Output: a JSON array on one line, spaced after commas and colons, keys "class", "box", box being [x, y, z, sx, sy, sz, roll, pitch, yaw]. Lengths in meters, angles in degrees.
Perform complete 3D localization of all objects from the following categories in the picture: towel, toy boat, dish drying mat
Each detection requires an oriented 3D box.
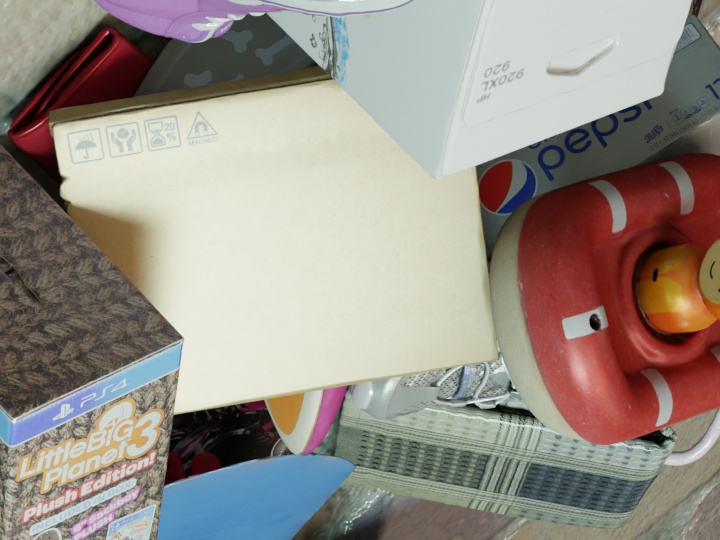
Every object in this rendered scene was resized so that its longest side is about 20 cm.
[{"class": "towel", "box": [0.079, 0.106, 1.674, 0.193, 0.199, 0.035, 102, -2, -70]}, {"class": "toy boat", "box": [0.162, 0.009, 1.369, 0.200, 0.131, 0.131, -16, -179, -41]}, {"class": "dish drying mat", "box": [-0.108, -0.055, 1.415, 0.077, 0.018, 0.200, -49, 151, -3]}]

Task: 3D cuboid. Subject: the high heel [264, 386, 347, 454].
[{"class": "high heel", "box": [0.000, 0.000, 1.423, 0.096, 0.067, 0.201, -16, 121, -34]}]

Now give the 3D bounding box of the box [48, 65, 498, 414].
[{"class": "box", "box": [-0.040, -0.015, 1.346, 0.199, 0.021, 0.164, -10, 113, -3]}]

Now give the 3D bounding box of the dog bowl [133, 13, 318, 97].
[{"class": "dog bowl", "box": [-0.040, -0.061, 1.427, 0.200, 0.059, 0.200, -36, 146, -29]}]

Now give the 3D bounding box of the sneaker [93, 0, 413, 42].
[{"class": "sneaker", "box": [-0.049, -0.139, 1.235, 0.073, 0.200, 0.114, -69, 156, -16]}]

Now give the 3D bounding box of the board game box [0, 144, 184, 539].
[{"class": "board game box", "box": [-0.178, 0.070, 1.346, 0.097, 0.159, 0.200, -25, 145, -32]}]

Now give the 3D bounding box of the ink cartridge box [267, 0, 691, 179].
[{"class": "ink cartridge box", "box": [0.044, -0.171, 1.279, 0.147, 0.200, 0.145, -23, 144, -33]}]

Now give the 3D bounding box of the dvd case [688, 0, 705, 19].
[{"class": "dvd case", "box": [0.175, -0.200, 1.500, 0.200, 0.025, 0.151, 80, 25, -54]}]

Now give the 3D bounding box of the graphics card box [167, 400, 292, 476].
[{"class": "graphics card box", "box": [-0.110, 0.089, 1.559, 0.200, 0.051, 0.126, 1, 127, -52]}]

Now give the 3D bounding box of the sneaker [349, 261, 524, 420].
[{"class": "sneaker", "box": [0.090, 0.041, 1.441, 0.200, 0.082, 0.075, -18, 148, -23]}]

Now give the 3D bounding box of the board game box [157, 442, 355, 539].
[{"class": "board game box", "box": [-0.098, 0.130, 1.523, 0.158, 0.039, 0.200, -10, 157, -29]}]

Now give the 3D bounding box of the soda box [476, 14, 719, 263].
[{"class": "soda box", "box": [0.116, -0.048, 1.480, 0.200, 0.064, 0.068, -32, 149, 2]}]

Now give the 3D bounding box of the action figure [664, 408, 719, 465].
[{"class": "action figure", "box": [0.104, 0.069, 1.695, 0.199, 0.149, 0.134, 10, 116, -21]}]
